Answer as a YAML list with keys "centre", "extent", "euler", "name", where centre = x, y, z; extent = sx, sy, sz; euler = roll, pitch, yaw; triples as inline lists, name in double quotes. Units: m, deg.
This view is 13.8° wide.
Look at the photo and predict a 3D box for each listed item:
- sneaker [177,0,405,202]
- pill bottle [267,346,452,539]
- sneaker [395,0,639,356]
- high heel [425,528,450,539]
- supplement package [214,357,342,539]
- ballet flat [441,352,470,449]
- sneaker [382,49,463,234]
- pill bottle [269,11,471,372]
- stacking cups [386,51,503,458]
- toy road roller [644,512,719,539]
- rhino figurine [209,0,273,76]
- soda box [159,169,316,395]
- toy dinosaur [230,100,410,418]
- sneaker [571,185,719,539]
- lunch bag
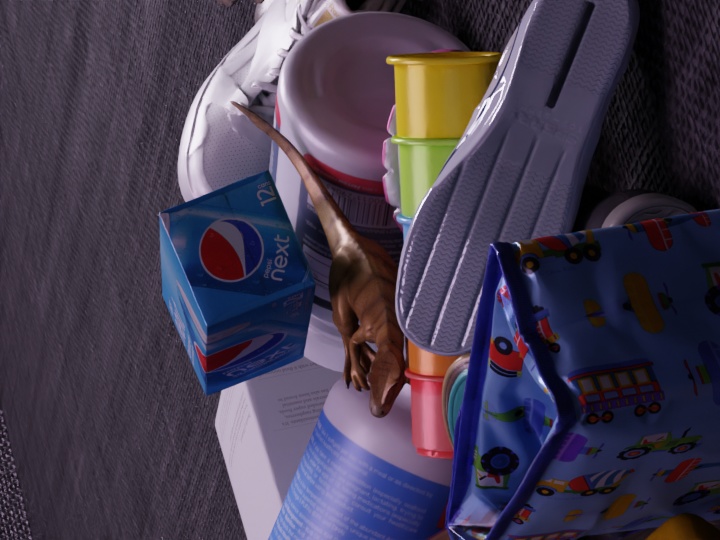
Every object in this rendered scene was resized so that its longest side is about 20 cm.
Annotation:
- centre: [-0.038, -0.124, 1.736]
  extent: [0.201, 0.073, 0.116]
  euler: [-63, 9, -19]
  name: "sneaker"
- centre: [0.018, 0.125, 1.670]
  extent: [0.201, 0.112, 0.112]
  euler: [-68, 25, 13]
  name: "pill bottle"
- centre: [0.080, -0.051, 1.425]
  extent: [0.201, 0.073, 0.071]
  euler: [-62, -5, 4]
  name: "sneaker"
- centre: [0.053, 0.141, 1.562]
  extent: [0.201, 0.096, 0.067]
  euler: [-62, 20, 15]
  name: "high heel"
- centre: [-0.005, 0.146, 1.845]
  extent: [0.120, 0.121, 0.201]
  euler: [106, 151, -58]
  name: "supplement package"
- centre: [0.093, 0.103, 1.484]
  extent: [0.063, 0.068, 0.201]
  euler: [-61, -41, -43]
  name: "ballet flat"
- centre: [0.073, -0.019, 1.545]
  extent: [0.088, 0.081, 0.201]
  euler: [-11, 90, 30]
  name: "sneaker"
- centre: [0.005, -0.038, 1.700]
  extent: [0.200, 0.119, 0.120]
  euler: [99, 156, -50]
  name: "pill bottle"
- centre: [0.043, -0.007, 1.480]
  extent: [0.060, 0.060, 0.201]
  euler: [-164, 73, -73]
  name: "stacking cups"
- centre: [0.138, 0.198, 1.269]
  extent: [0.200, 0.123, 0.146]
  euler: [-43, 28, 19]
  name: "toy road roller"
- centre: [-0.047, -0.130, 1.892]
  extent: [0.060, 0.087, 0.201]
  euler: [41, 143, 32]
  name: "rhino figurine"
- centre: [-0.068, 0.010, 1.612]
  extent: [0.200, 0.064, 0.068]
  euler: [101, 146, -77]
  name: "soda box"
- centre: [0.000, 0.000, 1.581]
  extent: [0.106, 0.060, 0.200]
  euler: [73, 173, -51]
  name: "toy dinosaur"
- centre: [0.131, 0.059, 1.420]
  extent: [0.106, 0.074, 0.201]
  euler: [-149, 59, -76]
  name: "sneaker"
- centre: [0.123, 0.069, 1.283]
  extent: [0.200, 0.150, 0.094]
  euler: [102, 154, -53]
  name: "lunch bag"
